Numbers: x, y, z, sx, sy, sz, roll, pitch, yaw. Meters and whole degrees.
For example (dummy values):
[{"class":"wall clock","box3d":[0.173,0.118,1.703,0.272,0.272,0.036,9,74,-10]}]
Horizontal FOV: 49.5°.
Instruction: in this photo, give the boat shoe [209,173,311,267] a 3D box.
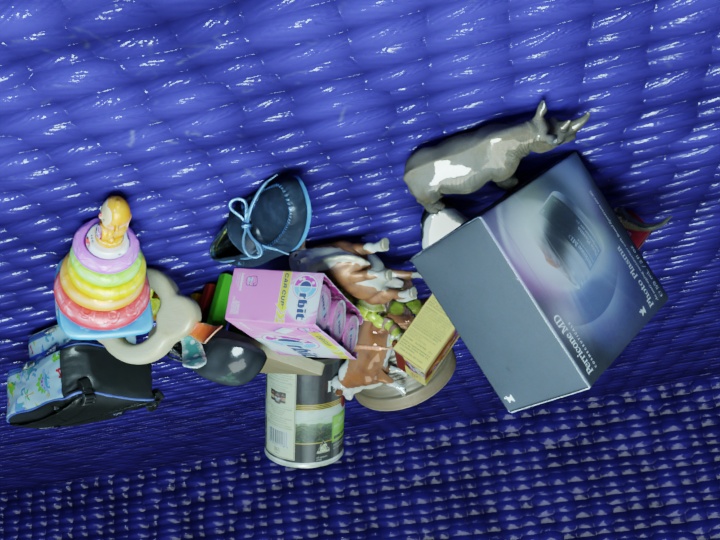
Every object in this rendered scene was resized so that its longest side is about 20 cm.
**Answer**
[{"class":"boat shoe","box3d":[-0.114,-0.039,0.858,0.069,0.084,0.200,-11,162,-29]}]

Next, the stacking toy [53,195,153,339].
[{"class":"stacking toy","box3d":[-0.280,-0.015,0.866,0.110,0.116,0.200,-2,149,-24]}]

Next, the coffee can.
[{"class":"coffee can","box3d":[-0.099,0.230,1.401,0.146,0.200,0.146,2,-167,-1]}]

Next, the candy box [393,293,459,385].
[{"class":"candy box","box3d":[0.124,0.056,1.088,0.056,0.200,0.117,34,167,15]}]

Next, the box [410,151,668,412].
[{"class":"box","box3d":[0.198,0.010,0.840,0.198,0.200,0.123,-34,180,-39]}]

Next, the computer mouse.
[{"class":"computer mouse","box3d":[-0.189,0.127,1.049,0.138,0.053,0.200,21,163,-23]}]

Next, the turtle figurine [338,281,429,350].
[{"class":"turtle figurine","box3d":[0.018,0.048,1.153,0.161,0.064,0.200,-11,-152,-41]}]

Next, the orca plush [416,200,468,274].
[{"class":"orca plush","box3d":[0.132,-0.025,0.995,0.105,0.071,0.200,-38,124,21]}]

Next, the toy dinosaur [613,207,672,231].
[{"class":"toy dinosaur","box3d":[0.287,-0.064,0.999,0.200,0.077,0.102,-16,172,9]}]

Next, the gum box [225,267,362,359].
[{"class":"gum box","box3d":[-0.076,0.061,0.988,0.113,0.066,0.200,3,162,16]}]

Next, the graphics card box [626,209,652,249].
[{"class":"graphics card box","box3d":[0.304,0.002,1.106,0.125,0.051,0.200,-44,180,-31]}]

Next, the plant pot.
[{"class":"plant pot","box3d":[0.064,0.152,1.411,0.201,0.201,0.093,-14,120,18]}]

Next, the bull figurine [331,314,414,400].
[{"class":"bull figurine","box3d":[0.029,0.142,1.304,0.121,0.200,0.065,16,-162,-4]}]

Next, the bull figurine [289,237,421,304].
[{"class":"bull figurine","box3d":[0.000,0.000,1.012,0.121,0.065,0.200,-1,166,33]}]

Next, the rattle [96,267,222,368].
[{"class":"rattle","box3d":[-0.238,0.077,1.030,0.200,0.130,0.143,8,155,22]}]

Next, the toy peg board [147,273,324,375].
[{"class":"toy peg board","box3d":[-0.176,0.081,1.156,0.200,0.098,0.199,24,162,-31]}]

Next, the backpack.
[{"class":"backpack","box3d":[-0.448,0.168,1.228,0.200,0.147,0.183,-22,158,27]}]

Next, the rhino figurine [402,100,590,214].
[{"class":"rhino figurine","box3d":[0.133,-0.115,0.779,0.200,0.060,0.087,-19,161,26]}]
